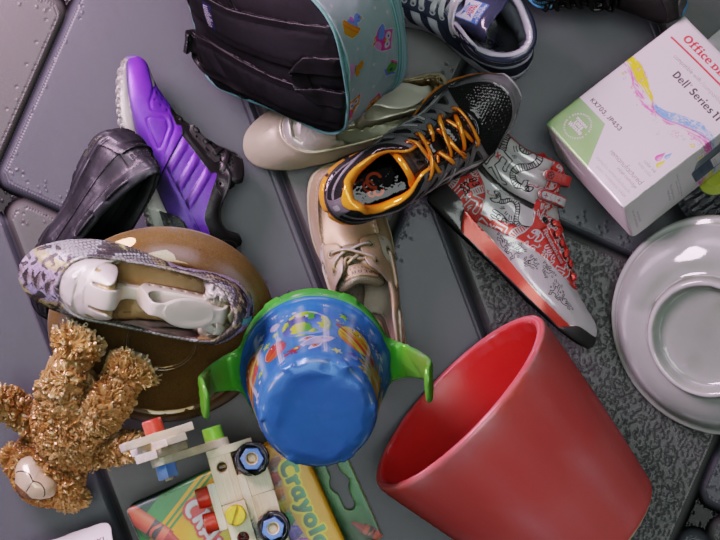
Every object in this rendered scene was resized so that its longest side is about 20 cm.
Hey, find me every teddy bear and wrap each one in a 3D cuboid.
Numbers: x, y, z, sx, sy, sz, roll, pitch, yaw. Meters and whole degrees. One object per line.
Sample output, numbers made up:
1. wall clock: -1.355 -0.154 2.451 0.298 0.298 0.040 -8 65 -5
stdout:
1. teddy bear: -0.251 0.132 1.453 0.145 0.067 0.200 40 114 -23

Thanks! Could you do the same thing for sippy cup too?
1. sippy cup: -0.037 0.098 1.411 0.177 0.130 0.140 -38 105 8

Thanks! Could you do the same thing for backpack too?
1. backpack: -0.047 -0.218 1.428 0.153 0.177 0.200 -32 47 -26

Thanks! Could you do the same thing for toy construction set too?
1. toy construction set: -0.130 0.211 1.443 0.130 0.092 0.201 -17 100 -4

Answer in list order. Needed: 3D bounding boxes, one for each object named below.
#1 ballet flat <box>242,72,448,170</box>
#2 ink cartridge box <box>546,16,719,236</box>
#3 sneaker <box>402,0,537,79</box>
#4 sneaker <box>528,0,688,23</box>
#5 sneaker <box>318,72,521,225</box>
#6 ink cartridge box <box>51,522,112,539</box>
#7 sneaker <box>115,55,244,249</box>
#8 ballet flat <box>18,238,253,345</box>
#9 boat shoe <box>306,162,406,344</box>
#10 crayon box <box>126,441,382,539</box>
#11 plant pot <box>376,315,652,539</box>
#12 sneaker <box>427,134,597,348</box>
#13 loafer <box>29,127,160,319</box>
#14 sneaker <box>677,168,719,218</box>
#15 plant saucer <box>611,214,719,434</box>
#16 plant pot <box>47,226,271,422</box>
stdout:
1. ballet flat: -0.010 -0.138 1.508 0.198 0.069 0.070 -13 90 -3
2. ink cartridge box: 0.280 -0.140 1.495 0.200 0.067 0.117 -38 61 -2
3. sneaker: 0.070 -0.239 1.490 0.199 0.109 0.070 30 88 -1
4. sneaker: 0.193 -0.257 1.507 0.199 0.073 0.082 24 69 8
5. sneaker: 0.056 -0.100 1.452 0.199 0.077 0.078 -36 97 -1
6. ink cartridge box: -0.247 0.334 1.466 0.128 0.125 0.201 -19 91 -2
7. sneaker: -0.157 -0.099 1.507 0.099 0.070 0.202 -16 94 -9
8. ballet flat: -0.185 0.018 1.389 0.199 0.072 0.073 11 89 -5
9. boat shoe: 0.000 0.000 1.507 0.072 0.065 0.202 -13 90 -2
10. crayon box: -0.093 0.227 1.509 0.199 0.051 0.128 -25 90 -2
11. plant pot: 0.142 0.171 1.459 0.200 0.200 0.177 -45 101 -2
12. sneaker: 0.165 -0.032 1.512 0.201 0.067 0.108 45 91 2
13. loafer: -0.231 -0.029 1.464 0.070 0.068 0.201 45 121 27
14. sneaker: 0.342 -0.045 1.528 0.066 0.078 0.201 -38 72 13
15. plant saucer: 0.309 0.054 1.476 0.199 0.050 0.202 8 107 26
16. plant pot: -0.173 0.055 1.470 0.198 0.028 0.201 -3 120 -6
